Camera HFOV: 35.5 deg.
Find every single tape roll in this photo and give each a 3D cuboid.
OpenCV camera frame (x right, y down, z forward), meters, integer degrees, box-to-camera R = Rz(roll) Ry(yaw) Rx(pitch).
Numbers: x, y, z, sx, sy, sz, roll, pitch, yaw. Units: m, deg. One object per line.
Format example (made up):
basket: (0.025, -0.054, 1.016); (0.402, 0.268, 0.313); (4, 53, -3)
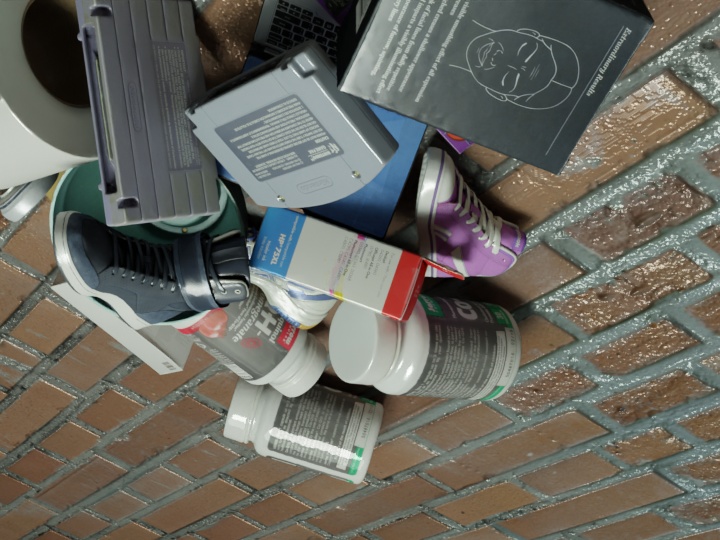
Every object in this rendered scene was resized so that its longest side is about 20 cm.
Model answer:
tape roll: (-0.310, -0.186, 1.029); (0.138, 0.204, 0.203); (-10, 137, 34)

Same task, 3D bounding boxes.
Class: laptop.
laptop: (-0.023, -0.152, 1.025); (0.186, 0.117, 0.200); (21, 151, -6)

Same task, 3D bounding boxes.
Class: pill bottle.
pill bottle: (-0.077, 0.208, 1.527); (0.198, 0.114, 0.113); (17, 145, 0)
pill bottle: (0.072, 0.084, 1.251); (0.199, 0.114, 0.113); (8, 154, -34)
pill bottle: (-0.136, 0.070, 1.380); (0.110, 0.111, 0.200); (-20, 131, 40)

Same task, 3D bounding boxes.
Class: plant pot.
plant pot: (-0.205, -0.063, 1.173); (0.198, 0.134, 0.202); (3, 116, 5)

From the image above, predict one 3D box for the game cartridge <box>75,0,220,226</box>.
game cartridge: (-0.188, -0.145, 1.012); (0.038, 0.202, 0.129); (-6, -177, 31)

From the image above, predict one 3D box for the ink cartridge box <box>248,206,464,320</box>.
ink cartridge box: (0.000, 0.000, 1.117); (0.199, 0.068, 0.116); (20, 180, 7)

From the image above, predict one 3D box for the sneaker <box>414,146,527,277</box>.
sneaker: (0.114, -0.057, 1.147); (0.113, 0.073, 0.201); (6, 154, 10)

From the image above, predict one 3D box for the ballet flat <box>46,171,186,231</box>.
ballet flat: (-0.291, -0.070, 1.296); (0.198, 0.063, 0.069); (14, 147, 4)

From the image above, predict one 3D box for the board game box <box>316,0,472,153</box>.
board game box: (0.069, -0.203, 0.953); (0.120, 0.032, 0.200); (-34, 121, 25)

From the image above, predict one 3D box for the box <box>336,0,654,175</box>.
box: (0.099, -0.190, 0.879); (0.199, 0.107, 0.149); (20, 124, -14)

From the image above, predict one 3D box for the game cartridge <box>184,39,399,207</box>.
game cartridge: (-0.059, -0.117, 0.973); (0.133, 0.042, 0.199); (45, 149, -24)

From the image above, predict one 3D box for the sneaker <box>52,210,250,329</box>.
sneaker: (-0.183, -0.013, 1.039); (0.145, 0.078, 0.202); (-12, 158, 12)

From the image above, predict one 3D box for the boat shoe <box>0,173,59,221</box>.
boat shoe: (-0.363, -0.112, 1.177); (0.074, 0.200, 0.067); (-43, 114, 4)

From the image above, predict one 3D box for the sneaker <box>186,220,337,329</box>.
sneaker: (-0.105, -0.022, 1.294); (0.199, 0.075, 0.088); (36, 116, -18)

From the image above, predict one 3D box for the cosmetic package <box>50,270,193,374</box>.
cosmetic package: (-0.296, 0.044, 1.438); (0.050, 0.083, 0.200); (-12, 135, 38)

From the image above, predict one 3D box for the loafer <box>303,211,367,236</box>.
loafer: (-0.018, -0.027, 1.242); (0.070, 0.068, 0.201); (8, 140, 26)
